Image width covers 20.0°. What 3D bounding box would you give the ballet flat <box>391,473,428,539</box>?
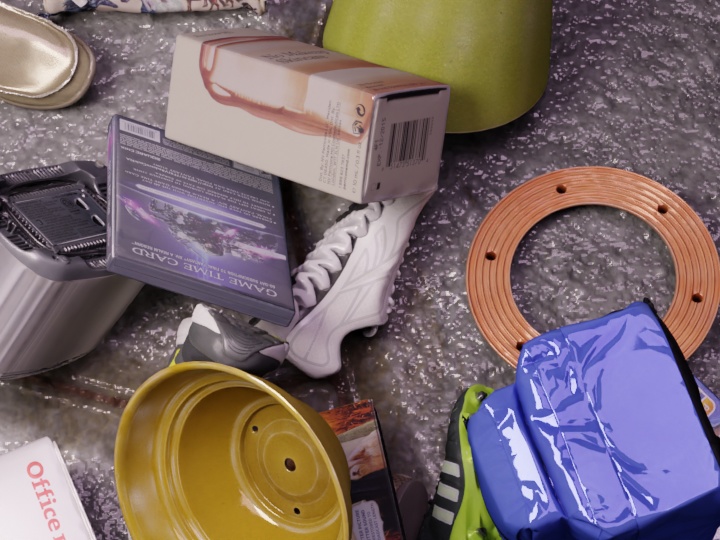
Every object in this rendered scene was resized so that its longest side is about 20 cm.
[{"bbox_3d":[-0.010,0.236,1.486,0.046,0.067,0.201,10,63,34],"label":"ballet flat"}]

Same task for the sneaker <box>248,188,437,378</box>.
[{"bbox_3d":[0.000,0.000,1.586,0.081,0.075,0.200,44,68,-6],"label":"sneaker"}]

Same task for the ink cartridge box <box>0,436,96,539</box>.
[{"bbox_3d":[-0.285,0.230,1.467,0.199,0.086,0.147,-21,69,-11],"label":"ink cartridge box"}]

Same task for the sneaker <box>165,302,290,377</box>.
[{"bbox_3d":[-0.105,0.079,1.485,0.074,0.200,0.085,25,80,-7],"label":"sneaker"}]

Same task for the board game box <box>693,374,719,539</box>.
[{"bbox_3d":[0.219,0.185,1.519,0.200,0.034,0.135,-40,72,-15],"label":"board game box"}]

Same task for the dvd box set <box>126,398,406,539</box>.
[{"bbox_3d":[-0.071,0.183,1.484,0.199,0.029,0.147,-15,52,4],"label":"dvd box set"}]

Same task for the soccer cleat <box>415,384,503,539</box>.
[{"bbox_3d":[0.075,0.170,1.503,0.067,0.081,0.200,34,41,-26],"label":"soccer cleat"}]

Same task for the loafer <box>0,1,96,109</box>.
[{"bbox_3d":[-0.310,-0.184,1.647,0.199,0.068,0.076,18,89,13],"label":"loafer"}]

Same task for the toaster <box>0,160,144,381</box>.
[{"bbox_3d":[-0.242,0.003,1.511,0.114,0.200,0.129,42,117,16],"label":"toaster"}]

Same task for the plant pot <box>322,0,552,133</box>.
[{"bbox_3d":[0.073,-0.244,1.585,0.186,0.200,0.188,5,46,-5],"label":"plant pot"}]

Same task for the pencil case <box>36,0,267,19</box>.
[{"bbox_3d":[-0.171,-0.246,1.676,0.199,0.078,0.090,-1,41,-1],"label":"pencil case"}]

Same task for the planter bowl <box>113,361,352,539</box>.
[{"bbox_3d":[-0.068,0.147,1.410,0.200,0.201,0.083,43,35,16],"label":"planter bowl"}]

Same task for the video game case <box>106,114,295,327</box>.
[{"bbox_3d":[-0.123,-0.041,1.540,0.142,0.019,0.200,18,32,-18],"label":"video game case"}]

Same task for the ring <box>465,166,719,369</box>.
[{"bbox_3d":[0.182,0.008,1.596,0.199,0.019,0.201,-2,63,4],"label":"ring"}]

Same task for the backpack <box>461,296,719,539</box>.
[{"bbox_3d":[0.165,0.129,1.418,0.167,0.200,0.163,-16,69,4],"label":"backpack"}]

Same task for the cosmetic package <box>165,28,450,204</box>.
[{"bbox_3d":[-0.042,-0.122,1.562,0.199,0.103,0.088,19,110,33],"label":"cosmetic package"}]
